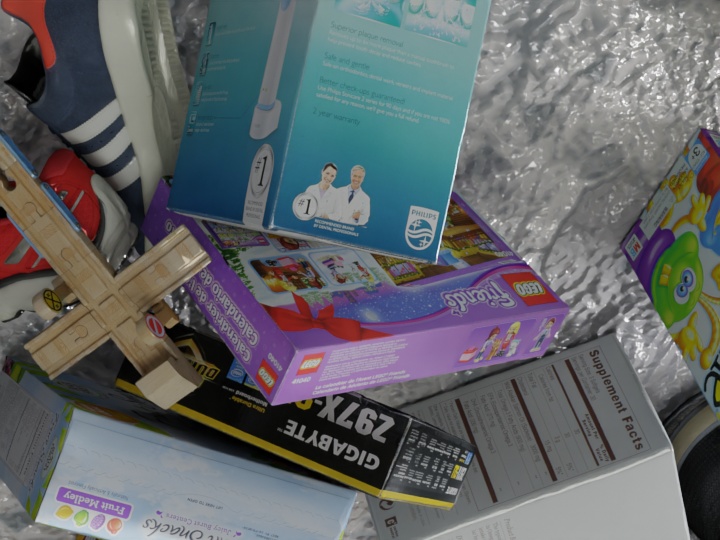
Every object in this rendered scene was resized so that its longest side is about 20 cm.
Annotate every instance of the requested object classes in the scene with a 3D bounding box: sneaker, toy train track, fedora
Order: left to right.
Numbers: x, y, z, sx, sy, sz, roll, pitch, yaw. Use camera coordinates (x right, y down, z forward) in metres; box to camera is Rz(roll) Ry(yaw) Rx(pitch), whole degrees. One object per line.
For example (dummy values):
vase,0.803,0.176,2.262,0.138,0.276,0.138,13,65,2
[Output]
sneaker,-0.211,-0.016,0.795,0.199,0.077,0.085,-19,116,25
toy train track,-0.152,-0.011,0.721,0.115,0.033,0.200,-35,98,21
sneaker,-0.139,-0.084,0.780,0.084,0.075,0.200,5,137,8
fedora,0.302,0.168,1.098,0.200,0.092,0.201,-9,131,-10

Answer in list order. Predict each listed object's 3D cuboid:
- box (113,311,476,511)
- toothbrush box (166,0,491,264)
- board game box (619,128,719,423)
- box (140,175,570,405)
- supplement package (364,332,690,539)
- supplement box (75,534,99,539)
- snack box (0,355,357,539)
box,-0.029,0.085,0.842,0.049,0.159,0.200,-67,163,-5
toothbrush box,-0.012,-0.113,0.680,0.085,0.146,0.201,11,90,-25
board game box,0.257,0.021,0.890,0.105,0.200,0.103,12,125,-26
box,0.000,0.000,0.795,0.200,0.137,0.039,-6,134,-41
supplement package,0.109,0.150,1.009,0.199,0.117,0.117,-19,131,0
supplement box,-0.124,0.239,0.959,0.103,0.200,0.131,14,125,-26
snack box,-0.120,0.114,0.849,0.168,0.200,0.068,20,85,-23
